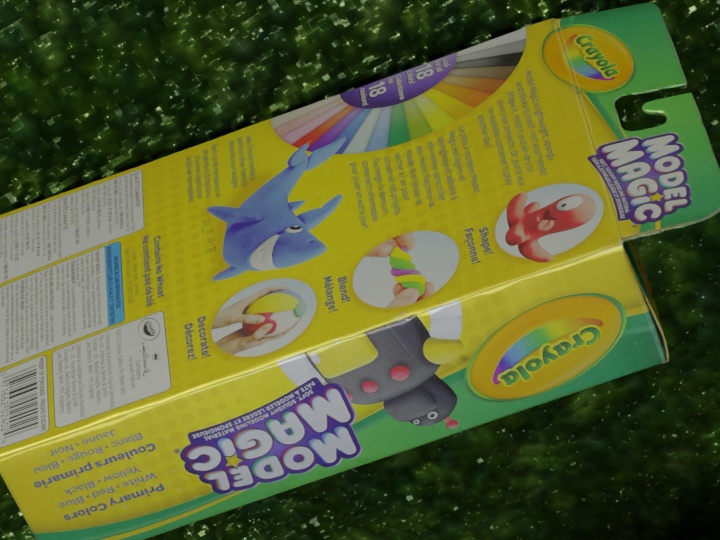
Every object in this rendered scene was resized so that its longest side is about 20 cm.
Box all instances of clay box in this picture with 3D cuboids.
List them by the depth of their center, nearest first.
[{"bbox_3d":[0.000,0.000,0.809,0.200,0.115,0.048,-18,125,6],"label":"clay box"}]
